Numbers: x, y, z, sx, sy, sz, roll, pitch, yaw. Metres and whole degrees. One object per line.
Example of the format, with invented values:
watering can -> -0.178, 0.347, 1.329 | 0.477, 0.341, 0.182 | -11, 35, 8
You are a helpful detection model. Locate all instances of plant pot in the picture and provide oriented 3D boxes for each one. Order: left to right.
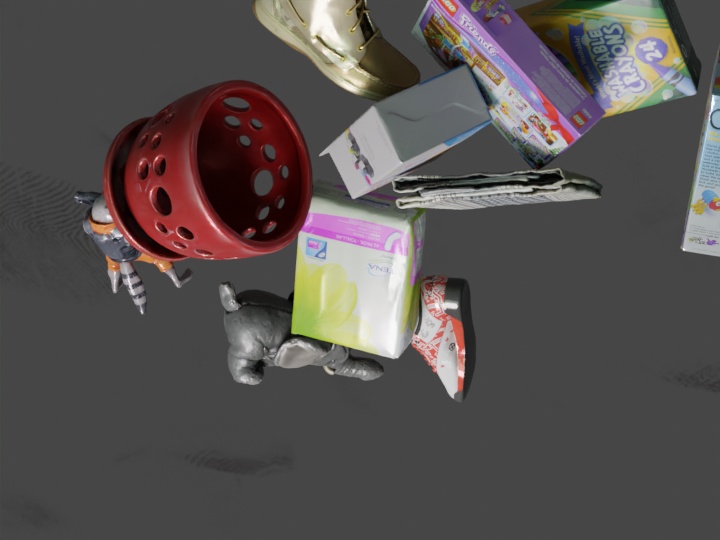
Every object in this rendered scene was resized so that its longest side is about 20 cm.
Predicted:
plant pot -> -0.183, -0.105, 1.349 | 0.182, 0.200, 0.200 | -11, 128, 41

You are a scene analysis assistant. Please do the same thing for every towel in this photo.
towel -> 0.151, -0.084, 1.249 | 0.192, 0.200, 0.035 | -1, 89, 24

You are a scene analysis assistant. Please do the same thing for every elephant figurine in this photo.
elephant figurine -> -0.076, 0.084, 1.562 | 0.200, 0.155, 0.142 | 0, 90, 10

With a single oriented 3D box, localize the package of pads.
package of pads -> 0.000, 0.000, 1.422 | 0.154, 0.068, 0.200 | 14, 117, 17

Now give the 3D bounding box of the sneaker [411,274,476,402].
sneaker -> 0.091, 0.086, 1.516 | 0.108, 0.067, 0.202 | 7, 132, 18

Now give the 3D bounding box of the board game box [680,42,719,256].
board game box -> 0.392, -0.117, 1.151 | 0.105, 0.103, 0.200 | 10, 137, 14

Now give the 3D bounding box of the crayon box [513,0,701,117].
crayon box -> 0.225, -0.216, 1.162 | 0.200, 0.052, 0.126 | -11, 127, 33

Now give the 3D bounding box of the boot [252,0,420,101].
boot -> -0.001, -0.274, 1.185 | 0.200, 0.073, 0.155 | 35, 140, -2

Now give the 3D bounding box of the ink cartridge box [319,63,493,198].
ink cartridge box -> 0.042, -0.138, 1.214 | 0.068, 0.115, 0.200 | 64, 160, 0

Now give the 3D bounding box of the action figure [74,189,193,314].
action figure -> -0.292, -0.036, 1.535 | 0.200, 0.105, 0.194 | 5, 144, 22

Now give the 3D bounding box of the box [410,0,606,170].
box -> 0.141, -0.198, 1.137 | 0.200, 0.039, 0.137 | 48, 167, 1
